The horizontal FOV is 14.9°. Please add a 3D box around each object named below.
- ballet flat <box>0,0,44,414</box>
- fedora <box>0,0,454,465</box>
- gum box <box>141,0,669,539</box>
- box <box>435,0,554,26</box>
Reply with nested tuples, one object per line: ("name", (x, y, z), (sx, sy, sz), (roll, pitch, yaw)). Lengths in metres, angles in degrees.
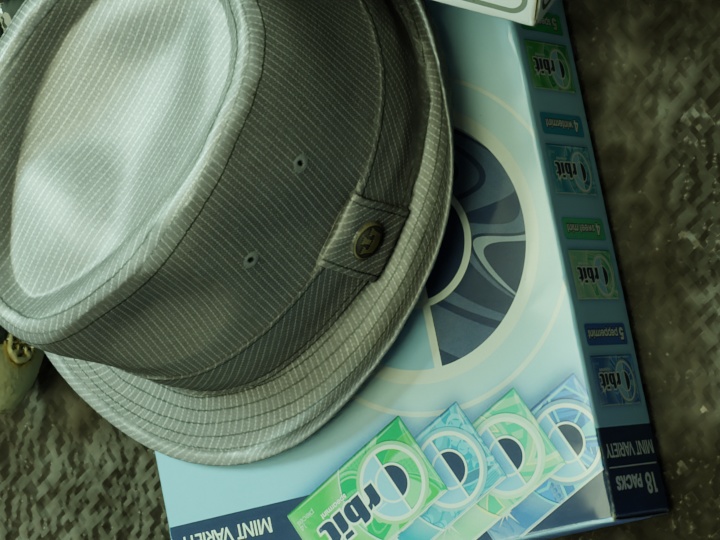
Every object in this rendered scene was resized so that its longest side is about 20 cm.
("ballet flat", (-0.120, -0.046, 0.980), (0.057, 0.066, 0.200), (9, 95, 27))
("fedora", (-0.065, -0.034, 0.880), (0.177, 0.090, 0.200), (44, 111, 25))
("gum box", (0.000, 0.000, 0.920), (0.170, 0.045, 0.200), (-15, 82, 30))
("box", (-0.017, -0.148, 0.856), (0.200, 0.117, 0.060), (15, 126, 15))
